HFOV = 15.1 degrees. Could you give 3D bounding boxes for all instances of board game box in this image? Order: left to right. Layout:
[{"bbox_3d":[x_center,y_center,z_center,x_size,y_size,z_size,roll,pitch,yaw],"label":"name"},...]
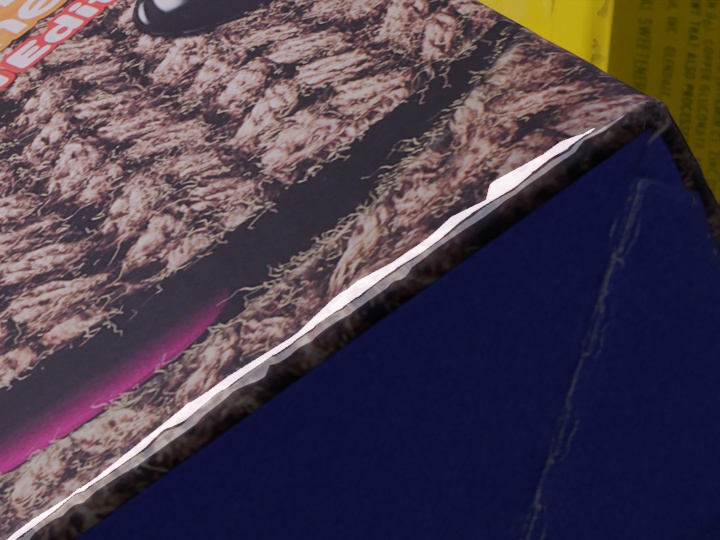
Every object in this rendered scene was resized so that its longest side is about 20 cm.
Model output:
[{"bbox_3d":[-0.042,0.026,0.434,0.159,0.097,0.200,-36,30,-10],"label":"board game box"}]

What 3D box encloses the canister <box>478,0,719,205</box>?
[{"bbox_3d":[0.114,-0.025,0.561,0.087,0.200,0.149,1,85,64],"label":"canister"}]
